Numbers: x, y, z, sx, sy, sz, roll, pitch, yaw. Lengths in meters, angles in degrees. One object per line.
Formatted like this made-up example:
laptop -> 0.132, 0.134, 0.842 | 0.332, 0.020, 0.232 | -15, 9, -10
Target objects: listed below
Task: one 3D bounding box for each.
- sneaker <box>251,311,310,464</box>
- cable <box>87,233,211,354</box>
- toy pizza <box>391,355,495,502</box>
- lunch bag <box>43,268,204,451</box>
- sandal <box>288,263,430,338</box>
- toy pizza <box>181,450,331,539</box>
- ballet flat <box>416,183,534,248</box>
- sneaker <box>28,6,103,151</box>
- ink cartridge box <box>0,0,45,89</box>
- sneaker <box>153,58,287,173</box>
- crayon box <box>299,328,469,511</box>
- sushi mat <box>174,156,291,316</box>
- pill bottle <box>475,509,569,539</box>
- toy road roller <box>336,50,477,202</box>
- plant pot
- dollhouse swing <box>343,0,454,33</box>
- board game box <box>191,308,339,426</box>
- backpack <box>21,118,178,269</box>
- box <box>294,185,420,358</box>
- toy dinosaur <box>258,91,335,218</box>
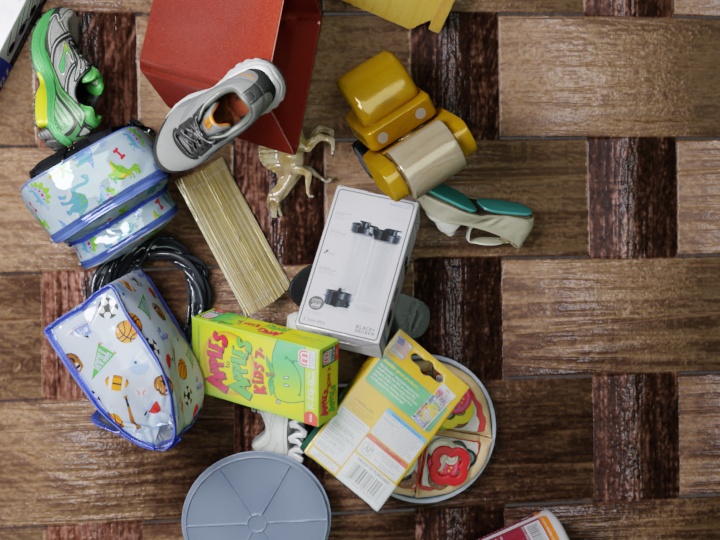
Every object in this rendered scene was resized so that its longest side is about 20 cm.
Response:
sneaker -> -0.103, 0.154, 1.496 | 0.080, 0.075, 0.202 | 5, 91, 2
cable -> -0.281, 0.049, 1.485 | 0.161, 0.051, 0.202 | 10, 95, -2
toy pizza -> 0.088, 0.216, 1.530 | 0.198, 0.032, 0.203 | 0, 92, -6
lunch bag -> -0.274, 0.117, 1.380 | 0.123, 0.170, 0.201 | -34, 95, 8
sandal -> 0.002, 0.040, 1.514 | 0.198, 0.045, 0.076 | 17, 90, -7
toy pizza -> -0.138, 0.330, 1.504 | 0.198, 0.032, 0.203 | -1, 106, -5
ballet flat -> 0.142, -0.070, 1.502 | 0.198, 0.069, 0.070 | 13, 90, -25
sneaker -> -0.359, -0.246, 1.418 | 0.084, 0.078, 0.202 | -17, 66, 12
ink cartridge box -> -0.461, -0.283, 1.426 | 0.044, 0.094, 0.201 | 27, 89, -6
sneaker -> -0.173, -0.168, 1.276 | 0.199, 0.079, 0.074 | -31, 104, 36
crayon box -> 0.032, 0.192, 1.467 | 0.125, 0.052, 0.201 | 40, 82, -7
sushi mat -> -0.165, -0.045, 1.480 | 0.012, 0.095, 0.201 | -24, 96, 39
pill bottle -> 0.187, 0.410, 1.514 | 0.198, 0.113, 0.114 | -22, 94, -5
toy road roller -> 0.045, -0.190, 1.437 | 0.122, 0.200, 0.147 | -33, 117, -4
plant pot -> -0.163, -0.280, 1.406 | 0.174, 0.200, 0.202 | 8, 78, 9
dollhouse swing -> 0.054, -0.462, 1.509 | 0.198, 0.177, 0.183 | 21, 131, -7
board game box -> -0.123, 0.121, 1.435 | 0.198, 0.047, 0.103 | 12, 110, 30
backpack -> -0.314, -0.093, 1.395 | 0.182, 0.200, 0.148 | -32, 95, -5
box -> 0.000, 0.000, 1.458 | 0.115, 0.060, 0.202 | 11, 70, 11
toy dinosaur -> -0.084, -0.169, 1.491 | 0.100, 0.058, 0.202 | 3, 92, -5
